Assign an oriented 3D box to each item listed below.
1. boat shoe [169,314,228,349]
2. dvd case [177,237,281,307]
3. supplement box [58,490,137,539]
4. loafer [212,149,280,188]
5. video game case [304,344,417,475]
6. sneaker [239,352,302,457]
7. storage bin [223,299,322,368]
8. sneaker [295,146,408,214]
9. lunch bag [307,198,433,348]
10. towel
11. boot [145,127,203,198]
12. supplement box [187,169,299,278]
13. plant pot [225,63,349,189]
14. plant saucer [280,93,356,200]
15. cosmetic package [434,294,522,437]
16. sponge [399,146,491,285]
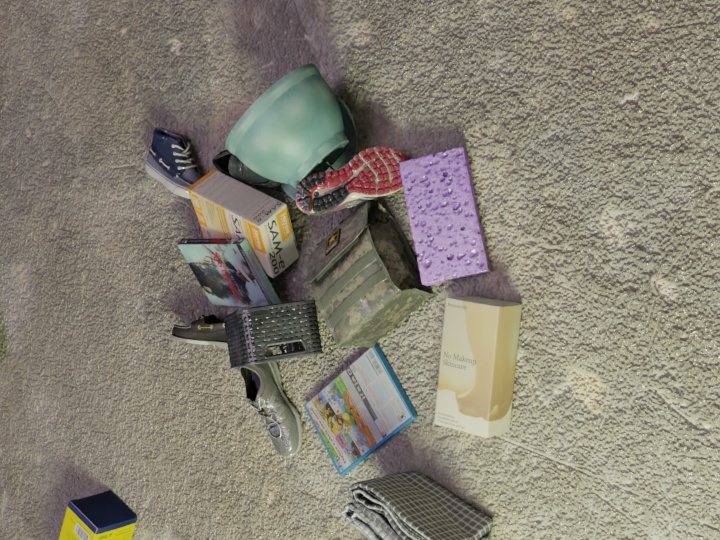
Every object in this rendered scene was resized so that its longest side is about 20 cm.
[{"bbox_3d":[-0.282,0.115,1.877,0.200,0.071,0.061,4,90,32],"label":"boat shoe"},{"bbox_3d":[-0.245,0.005,1.809,0.199,0.022,0.147,1,126,44],"label":"dvd case"},{"bbox_3d":[-0.574,0.594,2.101,0.109,0.108,0.202,30,109,33],"label":"supplement box"},{"bbox_3d":[-0.204,-0.185,1.768,0.200,0.070,0.069,20,112,55],"label":"loafer"},{"bbox_3d":[-0.003,0.243,1.688,0.200,0.018,0.144,-43,67,31],"label":"video game case"},{"bbox_3d":[-0.173,0.250,1.783,0.075,0.082,0.201,-38,69,33],"label":"sneaker"},{"bbox_3d":[-0.153,0.110,1.683,0.200,0.134,0.095,154,108,-73],"label":"storage bin"},{"bbox_3d":[-0.012,-0.146,1.601,0.198,0.075,0.081,-16,85,-5],"label":"sneaker"},{"bbox_3d":[0.000,0.000,1.617,0.164,0.117,0.201,-42,60,29],"label":"lunch bag"},{"bbox_3d":[0.093,0.391,1.524,0.199,0.165,0.086,29,103,34],"label":"towel"},{"bbox_3d":[-0.353,-0.209,1.916,0.199,0.072,0.091,29,115,35],"label":"boot"},{"bbox_3d":[-0.213,-0.086,1.774,0.199,0.073,0.127,26,144,35],"label":"supplement box"},{"bbox_3d":[-0.103,-0.220,1.607,0.134,0.200,0.200,47,120,4],"label":"plant pot"},{"bbox_3d":[-0.073,-0.216,1.715,0.200,0.039,0.203,1,91,39],"label":"plant saucer"},{"bbox_3d":[0.180,0.144,1.503,0.104,0.071,0.202,7,96,39],"label":"cosmetic package"},{"bbox_3d":[0.132,-0.085,1.542,0.111,0.030,0.202,-13,82,21],"label":"sponge"}]
